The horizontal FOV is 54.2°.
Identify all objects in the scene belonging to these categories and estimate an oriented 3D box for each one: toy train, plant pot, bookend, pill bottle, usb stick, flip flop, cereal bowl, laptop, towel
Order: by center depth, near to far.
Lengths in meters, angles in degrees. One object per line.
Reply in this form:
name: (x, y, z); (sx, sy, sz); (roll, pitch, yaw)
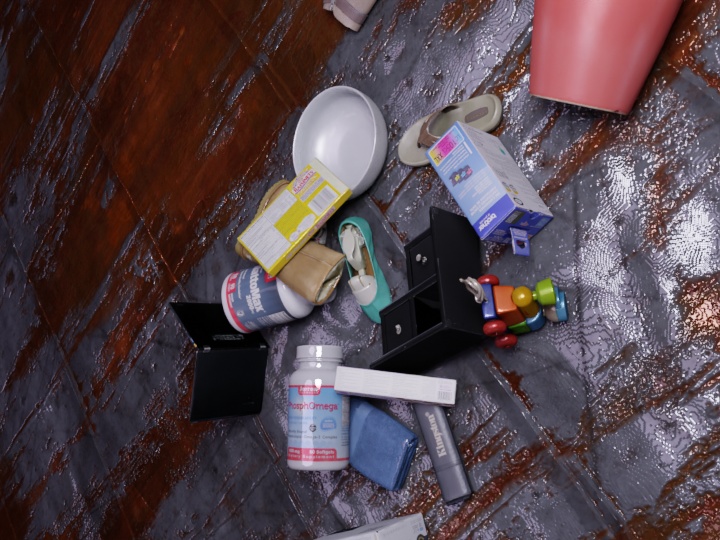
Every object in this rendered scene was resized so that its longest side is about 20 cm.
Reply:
plant pot: (0.318, -0.314, 0.954); (0.198, 0.198, 0.181); (23, 109, 37)
toy train: (0.220, 0.039, 0.982); (0.114, 0.200, 0.086); (-14, 64, 20)
bookend: (0.099, 0.039, 1.129); (0.198, 0.091, 0.204); (-35, 49, 48)
usb stick: (0.129, 0.275, 1.144); (0.055, 0.032, 0.203); (-27, 69, 27)
flip flop: (0.140, -0.235, 1.160); (0.197, 0.057, 0.083); (-18, 76, 36)
pill bottle: (-0.071, 0.233, 1.201); (0.107, 0.108, 0.205); (-8, 77, 37)
towel: (0.009, 0.289, 1.229); (0.198, 0.048, 0.114); (26, 98, 38)
cereal bowl: (-0.026, -0.223, 1.274); (0.197, 0.083, 0.205); (-3, 85, 38)
pill bottle: (-0.150, 0.038, 1.323); (0.197, 0.119, 0.122); (-17, 76, 23)
laptop: (-0.282, 0.173, 1.379); (0.200, 0.186, 0.117); (49, 114, 29)

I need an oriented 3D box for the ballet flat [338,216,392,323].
ballet flat: (0.000, 0.000, 1.245); (0.067, 0.070, 0.204); (-25, 72, 33)

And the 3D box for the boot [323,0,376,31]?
boot: (0.014, -0.510, 1.283); (0.200, 0.069, 0.148); (42, 117, 34)

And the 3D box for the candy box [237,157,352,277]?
candy box: (-0.114, -0.094, 1.218); (0.200, 0.026, 0.102); (-46, 57, -2)

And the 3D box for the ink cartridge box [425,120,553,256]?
ink cartridge box: (0.201, -0.115, 1.053); (0.076, 0.135, 0.202); (-45, 61, 28)

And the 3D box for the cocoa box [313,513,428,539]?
cocoa box: (0.009, 0.496, 1.158); (0.198, 0.132, 0.134); (-26, 72, 34)

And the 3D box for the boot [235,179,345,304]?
boot: (-0.105, -0.053, 1.250); (0.198, 0.066, 0.177); (26, 80, 29)

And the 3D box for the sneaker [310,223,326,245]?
sneaker: (-0.148, -0.056, 1.362); (0.197, 0.077, 0.084); (-14, 79, 37)

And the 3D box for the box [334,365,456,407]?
box: (0.057, 0.188, 1.137); (0.195, 0.039, 0.042); (5, 72, 7)
